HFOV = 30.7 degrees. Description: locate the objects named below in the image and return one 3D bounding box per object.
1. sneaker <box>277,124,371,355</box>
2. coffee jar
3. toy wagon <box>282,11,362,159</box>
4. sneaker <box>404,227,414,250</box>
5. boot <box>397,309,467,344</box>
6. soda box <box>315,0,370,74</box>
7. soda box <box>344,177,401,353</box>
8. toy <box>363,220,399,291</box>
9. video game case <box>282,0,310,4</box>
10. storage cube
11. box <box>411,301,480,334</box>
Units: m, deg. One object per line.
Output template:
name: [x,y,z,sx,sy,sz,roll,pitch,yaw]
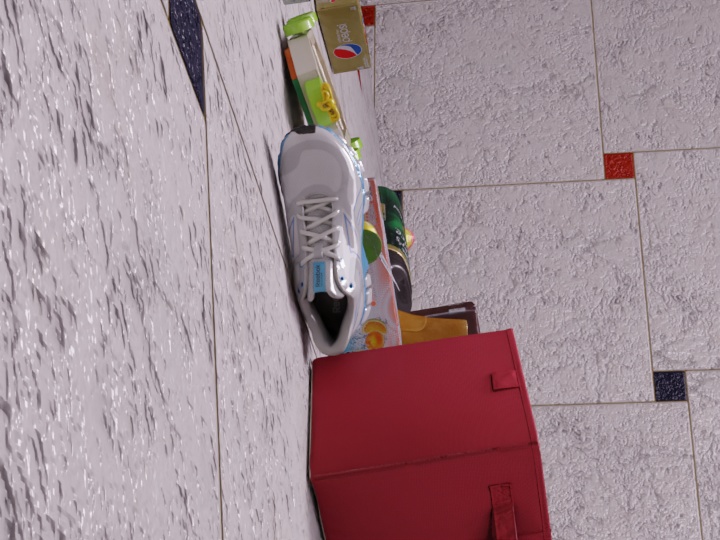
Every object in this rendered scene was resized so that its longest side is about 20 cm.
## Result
sneaker: [-0.027,-0.020,1.087,0.087,0.075,0.201,-78,159,-64]
coffee jar: [0.019,-0.017,1.673,0.200,0.085,0.105,-93,173,-56]
toy wagon: [-0.042,-0.183,1.348,0.200,0.039,0.156,-86,156,-75]
sneaker: [0.037,-0.049,1.995,0.200,0.090,0.079,-36,119,-84]
boot: [0.054,0.065,1.550,0.071,0.143,0.202,-93,173,-66]
soda box: [-0.027,-0.381,2.014,0.200,0.064,0.068,70,12,-70]
soda box: [0.000,0.000,1.458,0.064,0.068,0.201,-64,146,-84]
toy: [-0.024,-0.053,1.262,0.115,0.047,0.200,57,-1,-25]
video game case: [-0.087,-0.402,1.331,0.181,0.036,0.201,69,12,-73]
storage cube: [0.059,0.173,1.091,0.200,0.179,0.172,-91,171,-61]
box: [0.096,0.158,1.833,0.166,0.163,0.201,-18,99,-86]
